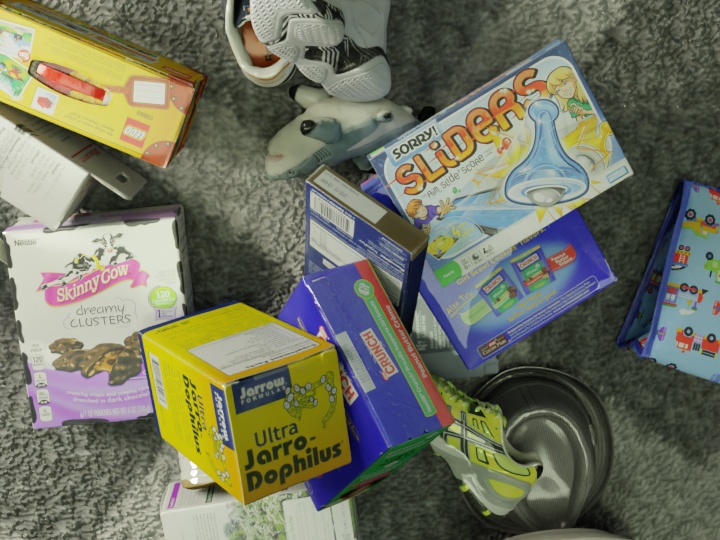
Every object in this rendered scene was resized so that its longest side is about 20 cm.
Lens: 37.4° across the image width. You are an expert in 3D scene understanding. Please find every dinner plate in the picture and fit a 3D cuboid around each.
[{"bbox_3d":[0.197,0.295,1.101,0.198,0.201,0.024,-4,64,-2],"label":"dinner plate"}]

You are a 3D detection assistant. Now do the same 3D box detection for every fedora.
[{"bbox_3d":[0.187,0.203,1.104,0.175,0.090,0.202,-6,104,-1],"label":"fedora"}]

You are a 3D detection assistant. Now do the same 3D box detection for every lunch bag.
[{"bbox_3d":[0.370,0.009,1.076,0.149,0.094,0.202,18,93,-4],"label":"lunch bag"}]

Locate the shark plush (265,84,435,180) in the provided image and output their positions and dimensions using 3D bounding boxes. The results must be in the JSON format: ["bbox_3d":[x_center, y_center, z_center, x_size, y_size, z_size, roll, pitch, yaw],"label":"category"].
[{"bbox_3d":[0.005,-0.133,1.046,0.198,0.091,0.084,-10,126,-21],"label":"shark plush"}]

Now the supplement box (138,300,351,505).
[{"bbox_3d":[-0.108,0.111,0.954,0.108,0.199,0.111,-17,108,-28],"label":"supplement box"}]

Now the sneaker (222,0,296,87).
[{"bbox_3d":[-0.094,-0.270,0.981,0.078,0.079,0.202,-12,103,1],"label":"sneaker"}]

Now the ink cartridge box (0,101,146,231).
[{"bbox_3d":[-0.307,-0.105,0.990,0.199,0.116,0.067,34,100,-10],"label":"ink cartridge box"}]

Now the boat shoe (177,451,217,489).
[{"bbox_3d":[-0.090,0.172,1.093,0.198,0.071,0.070,-10,78,-12],"label":"boat shoe"}]

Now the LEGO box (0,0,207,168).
[{"bbox_3d":[-0.246,-0.174,0.959,0.198,0.149,0.078,22,102,-8],"label":"LEGO box"}]

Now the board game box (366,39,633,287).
[{"bbox_3d":[0.124,-0.095,0.946,0.199,0.034,0.136,-31,102,3],"label":"board game box"}]

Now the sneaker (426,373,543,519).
[{"bbox_3d":[0.096,0.144,1.030,0.076,0.075,0.200,-40,99,12],"label":"sneaker"}]

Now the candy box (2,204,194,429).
[{"bbox_3d":[-0.250,0.044,1.052,0.166,0.072,0.202,-5,104,-2],"label":"candy box"}]

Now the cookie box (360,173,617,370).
[{"bbox_3d":[0.120,-0.038,1.014,0.170,0.075,0.201,-31,103,5],"label":"cookie box"}]

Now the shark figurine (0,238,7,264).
[{"bbox_3d":[-0.429,0.005,1.021,0.089,0.216,0.128,-5,143,36],"label":"shark figurine"}]

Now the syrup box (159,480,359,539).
[{"bbox_3d":[-0.103,0.257,1.107,0.198,0.081,0.080,-9,102,0],"label":"syrup box"}]

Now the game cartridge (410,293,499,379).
[{"bbox_3d":[0.072,0.013,1.081,0.132,0.040,0.202,-5,104,-5],"label":"game cartridge"}]

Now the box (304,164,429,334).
[{"bbox_3d":[0.000,0.000,1.004,0.121,0.201,0.032,35,60,18],"label":"box"}]

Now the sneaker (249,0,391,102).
[{"bbox_3d":[-0.031,-0.237,0.938,0.074,0.200,0.116,-5,71,27],"label":"sneaker"}]

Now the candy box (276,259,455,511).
[{"bbox_3d":[-0.017,0.111,0.988,0.076,0.200,0.170,-18,72,-28],"label":"candy box"}]
